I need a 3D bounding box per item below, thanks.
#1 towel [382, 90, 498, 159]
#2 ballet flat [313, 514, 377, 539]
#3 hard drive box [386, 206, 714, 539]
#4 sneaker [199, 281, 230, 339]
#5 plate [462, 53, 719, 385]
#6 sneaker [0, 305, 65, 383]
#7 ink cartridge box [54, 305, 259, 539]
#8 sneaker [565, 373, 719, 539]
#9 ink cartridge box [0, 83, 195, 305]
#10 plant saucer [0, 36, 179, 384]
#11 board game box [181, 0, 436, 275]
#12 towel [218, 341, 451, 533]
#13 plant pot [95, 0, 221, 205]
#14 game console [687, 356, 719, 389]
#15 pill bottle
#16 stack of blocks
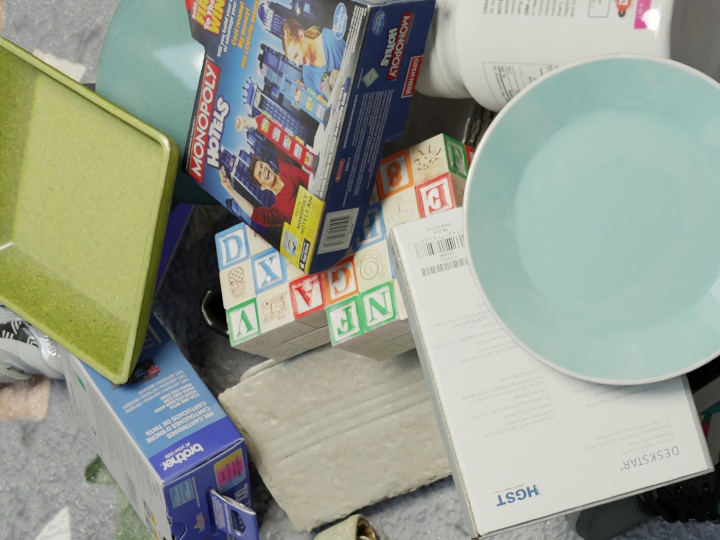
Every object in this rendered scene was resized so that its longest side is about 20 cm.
[{"bbox_3d":[0.062,-0.149,1.613,0.132,0.034,0.201,19,94,57],"label":"towel"},{"bbox_3d":[0.025,0.258,1.588,0.062,0.067,0.200,-39,60,9],"label":"ballet flat"},{"bbox_3d":[0.116,0.053,1.404,0.155,0.077,0.201,-15,83,-3],"label":"hard drive box"},{"bbox_3d":[-0.038,0.030,1.650,0.199,0.099,0.070,-6,80,38],"label":"sneaker"},{"bbox_3d":[0.160,-0.031,1.358,0.199,0.026,0.202,0,89,-2],"label":"plate"},{"bbox_3d":[-0.307,0.082,1.845,0.199,0.075,0.116,21,91,40],"label":"sneaker"},{"bbox_3d":[-0.146,0.132,1.679,0.076,0.137,0.200,-27,57,-16],"label":"ink cartridge box"},{"bbox_3d":[0.234,0.151,1.465,0.200,0.083,0.121,-38,52,19],"label":"sneaker"},{"bbox_3d":[-0.220,-0.062,1.798,0.199,0.043,0.199,2,59,32],"label":"ink cartridge box"},{"bbox_3d":[-0.207,-0.050,1.634,0.199,0.048,0.201,31,122,32],"label":"plant saucer"},{"bbox_3d":[-0.054,-0.135,1.511,0.200,0.061,0.201,40,128,37],"label":"board game box"},{"bbox_3d":[0.004,0.105,1.620,0.199,0.034,0.133,-23,104,26],"label":"towel"},{"bbox_3d":[-0.078,-0.135,1.656,0.134,0.200,0.201,20,90,41],"label":"plant pot"},{"bbox_3d":[0.200,-0.013,1.554,0.176,0.031,0.202,-6,75,32],"label":"game console"},{"bbox_3d":[0.131,-0.156,1.447,0.199,0.113,0.114,6,82,32],"label":"pill bottle"},{"bbox_3d":[0.000,0.000,1.538,0.199,0.058,0.116,-22,65,30],"label":"stack of blocks"}]
